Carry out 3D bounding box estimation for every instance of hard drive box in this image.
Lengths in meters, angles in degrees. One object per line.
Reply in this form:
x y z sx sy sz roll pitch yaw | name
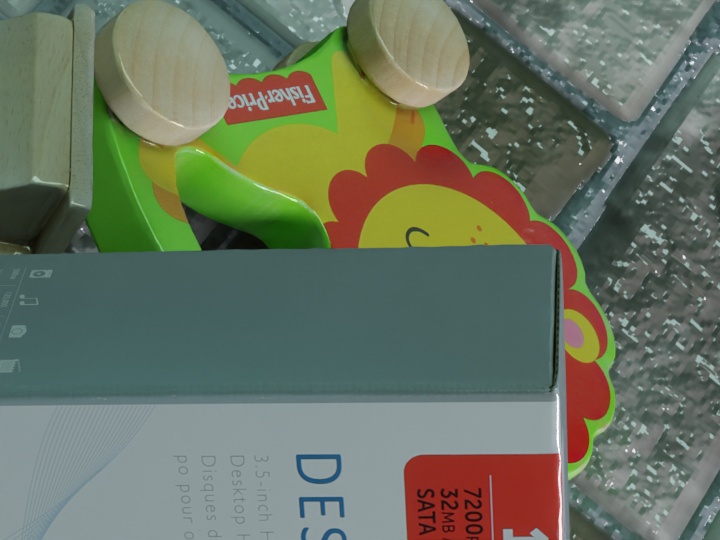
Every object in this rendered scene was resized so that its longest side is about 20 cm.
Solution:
-0.044 0.078 0.785 0.199 0.156 0.077 -2 28 5 | hard drive box

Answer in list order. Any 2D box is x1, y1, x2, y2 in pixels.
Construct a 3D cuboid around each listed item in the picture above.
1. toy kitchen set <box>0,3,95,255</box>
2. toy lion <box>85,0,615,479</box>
-0.188 -0.015 0.866 0.180 0.163 0.201 13 55 -22 | toy kitchen set
0.000 0.000 1.016 0.200 0.069 0.192 -11 72 -47 | toy lion
